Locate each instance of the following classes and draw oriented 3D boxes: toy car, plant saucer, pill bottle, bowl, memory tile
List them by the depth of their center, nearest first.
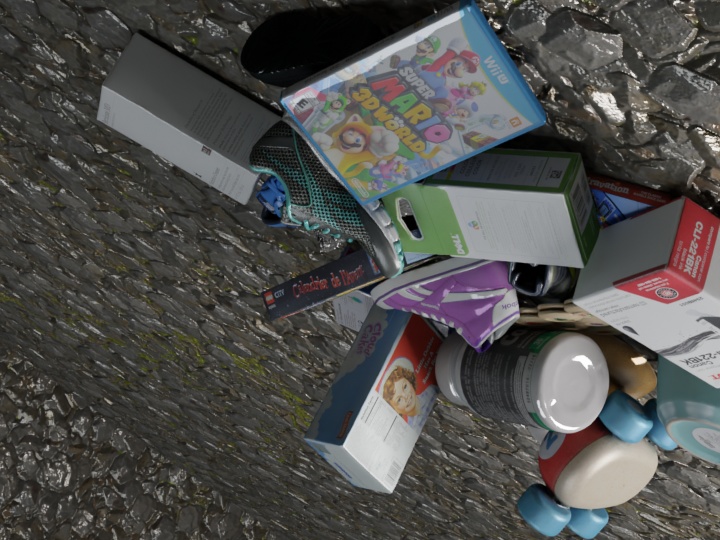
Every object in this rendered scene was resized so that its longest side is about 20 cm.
[{"bbox_3d":[0.273,0.050,1.478,0.152,0.017,0.200,8,169,-27],"label":"memory tile"},{"bbox_3d":[0.410,0.149,1.505,0.200,0.105,0.201,24,158,10],"label":"bowl"},{"bbox_3d":[0.182,0.121,1.575,0.113,0.113,0.200,40,161,-29],"label":"pill bottle"},{"bbox_3d":[0.249,0.187,1.636,0.176,0.185,0.200,15,-152,-50],"label":"toy car"},{"bbox_3d":[0.270,0.120,1.700,0.199,0.036,0.200,23,159,10],"label":"plant saucer"}]

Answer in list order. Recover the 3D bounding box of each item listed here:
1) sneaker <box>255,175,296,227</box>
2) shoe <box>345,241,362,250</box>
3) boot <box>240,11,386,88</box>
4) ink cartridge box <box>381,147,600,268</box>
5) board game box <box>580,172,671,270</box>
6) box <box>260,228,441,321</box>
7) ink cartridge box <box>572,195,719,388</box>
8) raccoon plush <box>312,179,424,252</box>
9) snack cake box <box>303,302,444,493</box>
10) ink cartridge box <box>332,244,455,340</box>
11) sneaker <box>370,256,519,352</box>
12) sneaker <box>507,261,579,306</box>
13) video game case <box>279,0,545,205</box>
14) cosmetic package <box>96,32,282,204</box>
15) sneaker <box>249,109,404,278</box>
[{"bbox_3d":[-0.074,-0.095,1.542,0.066,0.078,0.200,66,163,12],"label":"sneaker"},{"bbox_3d":[-0.004,-0.063,1.586,0.070,0.054,0.200,24,159,9],"label":"shoe"},{"bbox_3d":[-0.004,-0.177,1.314,0.198,0.074,0.162,7,157,46],"label":"boot"},{"bbox_3d":[0.126,-0.065,1.333,0.199,0.059,0.104,5,141,29],"label":"ink cartridge box"},{"bbox_3d":[0.268,-0.030,1.382,0.102,0.020,0.200,17,156,22],"label":"board game box"},{"bbox_3d":[0.000,0.000,1.553,0.199,0.136,0.038,-23,88,42],"label":"box"},{"bbox_3d":[0.331,0.027,1.313,0.199,0.084,0.144,29,155,-20],"label":"ink cartridge box"},{"bbox_3d":[0.039,-0.067,1.411,0.199,0.134,0.097,16,156,27],"label":"raccoon plush"},{"bbox_3d":[0.027,0.149,1.627,0.067,0.201,0.115,4,147,43],"label":"snack cake box"},{"bbox_3d":[0.067,0.048,1.722,0.199,0.077,0.137,24,157,15],"label":"ink cartridge box"},{"bbox_3d":[0.096,0.045,1.542,0.200,0.072,0.115,-16,93,48],"label":"sneaker"},{"bbox_3d":[0.187,-0.004,1.454,0.074,0.081,0.200,19,157,21],"label":"sneaker"},{"bbox_3d":[0.047,-0.148,1.225,0.199,0.018,0.143,-23,126,24],"label":"video game case"},{"bbox_3d":[-0.192,-0.170,1.531,0.199,0.081,0.113,28,161,-4],"label":"cosmetic package"},{"bbox_3d":[-0.035,-0.065,1.344,0.200,0.091,0.078,53,179,-4],"label":"sneaker"}]
